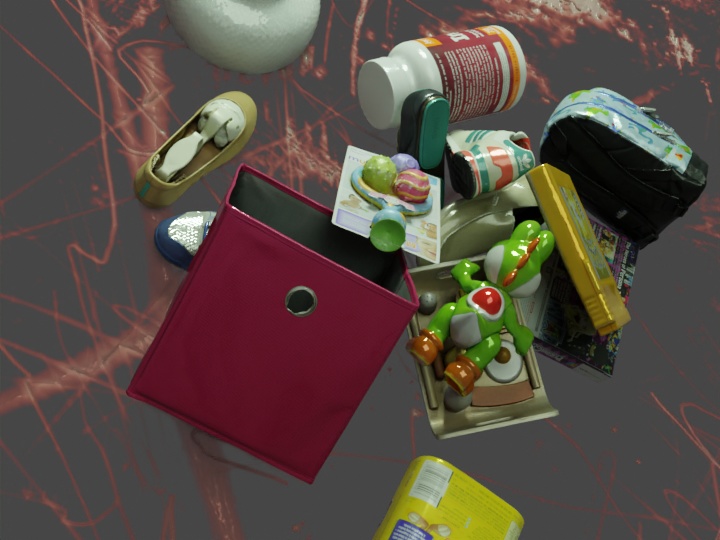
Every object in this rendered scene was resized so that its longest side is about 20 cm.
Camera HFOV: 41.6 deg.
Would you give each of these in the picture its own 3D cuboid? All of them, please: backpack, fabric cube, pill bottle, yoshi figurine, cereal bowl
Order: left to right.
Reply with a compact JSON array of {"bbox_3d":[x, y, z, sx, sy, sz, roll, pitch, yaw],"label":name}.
[{"bbox_3d":[-0.138,-0.348,1.165,0.199,0.083,0.202,8,67,-20],"label":"cereal bowl"},{"bbox_3d":[-0.082,0.043,0.916,0.195,0.200,0.200,28,103,-10],"label":"fabric cube"},{"bbox_3d":[0.102,-0.240,1.201,0.199,0.113,0.114,-17,76,-28],"label":"pill bottle"},{"bbox_3d":[0.142,0.037,1.050,0.200,0.112,0.112,-51,124,-7],"label":"yoshi figurine"},{"bbox_3d":[0.331,-0.146,1.243,0.199,0.163,0.154,23,54,-5],"label":"backpack"}]

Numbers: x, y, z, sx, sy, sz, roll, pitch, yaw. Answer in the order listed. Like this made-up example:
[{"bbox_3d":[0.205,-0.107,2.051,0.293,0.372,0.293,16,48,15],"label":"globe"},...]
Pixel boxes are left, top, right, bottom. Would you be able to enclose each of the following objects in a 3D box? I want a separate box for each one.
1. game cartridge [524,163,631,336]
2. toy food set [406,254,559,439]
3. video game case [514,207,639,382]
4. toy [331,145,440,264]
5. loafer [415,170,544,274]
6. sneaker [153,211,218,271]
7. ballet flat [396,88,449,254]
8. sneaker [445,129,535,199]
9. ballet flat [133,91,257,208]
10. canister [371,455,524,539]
[{"bbox_3d":[0.262,-0.024,1.115,0.201,0.032,0.176,66,19,8],"label":"game cartridge"},{"bbox_3d":[0.133,0.084,1.088,0.142,0.060,0.201,-11,73,-6],"label":"toy food set"},{"bbox_3d":[0.256,0.015,1.203,0.180,0.036,0.201,25,62,-10],"label":"video game case"},{"bbox_3d":[0.038,-0.088,1.000,0.114,0.047,0.200,20,33,-7],"label":"toy"},{"bbox_3d":[0.154,-0.054,1.146,0.199,0.076,0.068,-34,55,-18],"label":"loafer"},{"bbox_3d":[-0.124,-0.038,1.041,0.199,0.088,0.076,6,69,-19],"label":"sneaker"},{"bbox_3d":[0.067,-0.122,1.140,0.073,0.073,0.201,-6,115,-24],"label":"ballet flat"},{"bbox_3d":[0.155,-0.134,1.140,0.093,0.200,0.071,-13,105,1],"label":"sneaker"},{"bbox_3d":[-0.177,-0.146,1.077,0.069,0.063,0.200,39,60,-4],"label":"ballet flat"},{"bbox_3d":[0.073,0.313,0.979,0.148,0.087,0.201,35,59,-6],"label":"canister"}]
